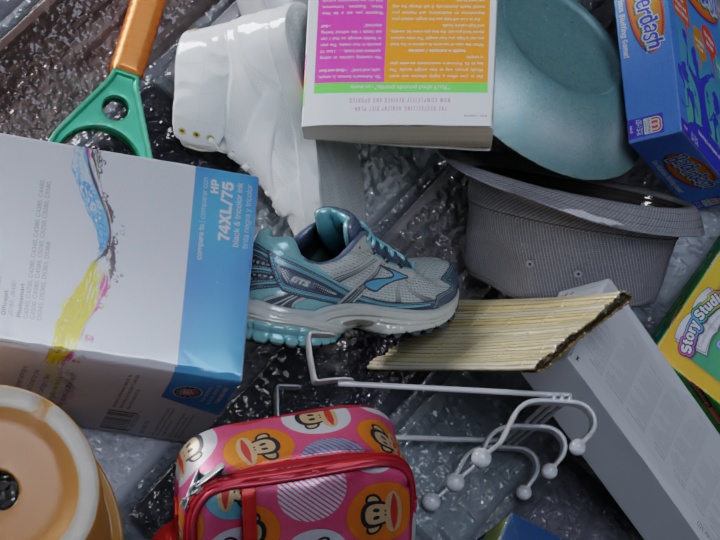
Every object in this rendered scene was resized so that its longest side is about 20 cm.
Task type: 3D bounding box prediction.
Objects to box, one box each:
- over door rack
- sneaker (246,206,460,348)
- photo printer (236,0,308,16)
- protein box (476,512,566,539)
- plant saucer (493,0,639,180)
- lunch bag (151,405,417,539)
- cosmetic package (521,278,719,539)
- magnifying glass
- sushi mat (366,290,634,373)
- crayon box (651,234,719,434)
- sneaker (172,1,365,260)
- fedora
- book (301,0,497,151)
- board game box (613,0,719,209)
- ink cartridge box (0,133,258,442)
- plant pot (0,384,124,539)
[{"bbox_3d":[0.042,0.111,1.529,0.199,0.148,0.067,14,69,-8],"label":"over door rack"},{"bbox_3d":[0.000,0.000,1.561,0.199,0.077,0.087,-9,109,-47],"label":"sneaker"},{"bbox_3d":[-0.025,-0.248,1.695,0.165,0.069,0.201,-13,73,-20],"label":"photo printer"},{"bbox_3d":[0.129,0.302,1.487,0.199,0.135,0.199,27,65,-4],"label":"protein box"},{"bbox_3d":[0.135,-0.155,1.646,0.200,0.039,0.202,23,41,-22],"label":"plant saucer"},{"bbox_3d":[-0.055,0.187,1.450,0.175,0.201,0.082,-7,32,-13],"label":"lunch bag"},{"bbox_3d":[0.192,0.109,1.574,0.200,0.050,0.083,53,45,-23],"label":"cosmetic package"},{"bbox_3d":[-0.174,-0.122,1.631,0.079,0.022,0.201,18,65,-9],"label":"magnifying glass"},{"bbox_3d":[0.091,0.043,1.550,0.096,0.200,0.012,-37,108,-29],"label":"sushi mat"},{"bbox_3d":[0.298,0.034,1.684,0.119,0.058,0.200,37,64,1],"label":"crayon box"},{"bbox_3d":[-0.069,-0.085,1.624,0.074,0.115,0.201,-34,113,-61],"label":"sneaker"},{"bbox_3d":[0.143,-0.023,1.628,0.199,0.177,0.091,13,99,9],"label":"fedora"},{"bbox_3d":[0.029,-0.187,1.574,0.133,0.048,0.201,3,73,3],"label":"book"},{"bbox_3d":[0.233,-0.164,1.697,0.045,0.152,0.201,-13,68,22],"label":"board game box"},{"bbox_3d":[-0.183,0.013,1.505,0.199,0.147,0.147,9,67,-13],"label":"ink cartridge box"},{"bbox_3d":[-0.237,0.159,1.412,0.199,0.183,0.201,5,68,-14],"label":"plant pot"}]
